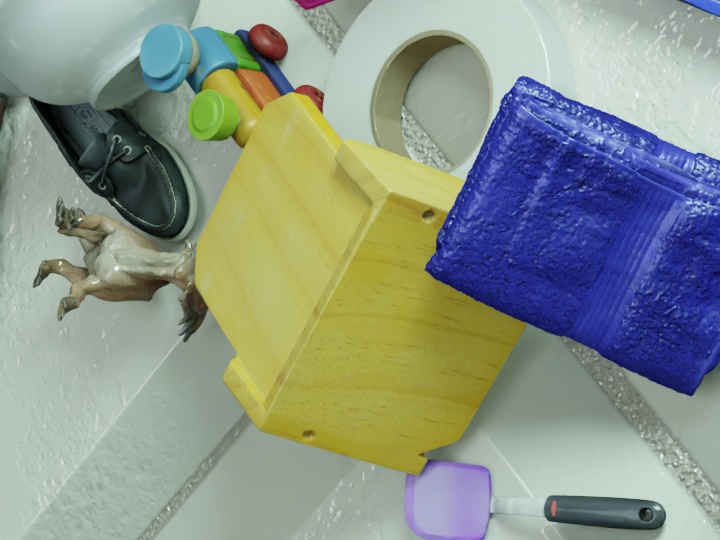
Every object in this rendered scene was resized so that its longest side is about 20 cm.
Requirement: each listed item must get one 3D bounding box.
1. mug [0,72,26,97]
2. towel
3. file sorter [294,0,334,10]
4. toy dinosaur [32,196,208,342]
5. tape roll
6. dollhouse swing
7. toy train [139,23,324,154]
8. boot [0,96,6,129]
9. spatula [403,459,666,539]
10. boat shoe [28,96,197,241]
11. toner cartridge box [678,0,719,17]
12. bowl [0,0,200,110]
[{"bbox_3d":[-0.353,-0.242,1.580,0.186,0.153,0.150,35,107,35],"label":"mug"},{"bbox_3d":[0.158,-0.020,1.168,0.200,0.050,0.148,24,101,-1],"label":"towel"},{"bbox_3d":[0.006,-0.298,1.312,0.200,0.139,0.126,-14,55,35],"label":"file sorter"},{"bbox_3d":[-0.178,0.000,1.462,0.200,0.135,0.086,-157,80,-67],"label":"toy dinosaur"},{"bbox_3d":[0.060,-0.117,1.326,0.202,0.037,0.203,-4,83,37],"label":"tape roll"},{"bbox_3d":[0.000,0.000,1.307,0.200,0.181,0.176,-62,24,22],"label":"dollhouse swing"},{"bbox_3d":[-0.080,-0.105,1.380,0.085,0.116,0.200,-48,59,23],"label":"toy train"},{"bbox_3d":[-0.398,-0.072,1.650,0.186,0.064,0.201,1,89,24],"label":"boot"},{"bbox_3d":[0.117,0.162,1.261,0.200,0.021,0.057,-1,80,36],"label":"spatula"},{"bbox_3d":[-0.208,-0.098,1.508,0.075,0.066,0.200,-49,59,22],"label":"boat shoe"},{"bbox_3d":[0.218,-0.225,1.215,0.200,0.043,0.095,31,105,36],"label":"toner cartridge box"},{"bbox_3d":[-0.195,-0.189,1.446,0.201,0.201,0.090,-39,82,27],"label":"bowl"}]
